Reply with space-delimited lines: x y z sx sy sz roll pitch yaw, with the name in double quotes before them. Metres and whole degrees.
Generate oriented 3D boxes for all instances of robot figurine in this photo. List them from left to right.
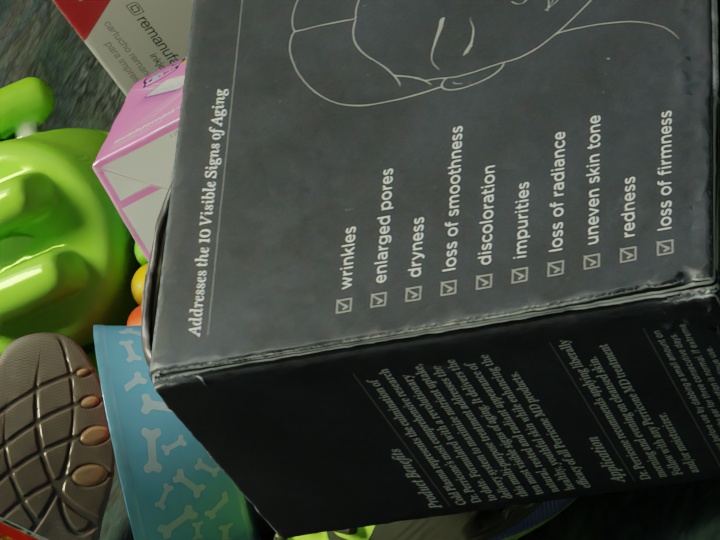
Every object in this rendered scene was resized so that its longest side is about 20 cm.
"robot figurine" -0.163 -0.016 1.498 0.115 0.176 0.200 -25 0 17

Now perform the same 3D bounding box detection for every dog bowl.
"dog bowl" -0.076 0.087 1.220 0.200 0.049 0.112 85 172 -71

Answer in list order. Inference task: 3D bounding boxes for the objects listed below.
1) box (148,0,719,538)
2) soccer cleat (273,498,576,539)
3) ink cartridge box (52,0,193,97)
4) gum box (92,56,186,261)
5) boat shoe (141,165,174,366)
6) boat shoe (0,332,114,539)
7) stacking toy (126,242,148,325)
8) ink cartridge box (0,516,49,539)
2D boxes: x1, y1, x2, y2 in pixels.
"box" 0.045 -0.030 0.974 0.195 0.124 0.201 -9 54 19
"soccer cleat" 0.036 0.090 1.087 0.083 0.065 0.200 -25 -10 -39
"ink cartridge box" -0.052 -0.178 1.359 0.199 0.144 0.084 -25 38 17
"gum box" -0.010 -0.081 1.226 0.199 0.066 0.114 -26 17 15
"boat shoe" -0.040 -0.041 1.119 0.072 0.065 0.201 13 78 21
"boat shoe" -0.166 0.133 1.412 0.072 0.075 0.201 147 125 -69
"stacking toy" -0.083 -0.002 1.436 0.085 0.085 0.201 -22 53 59
"ink cartridge box" -0.131 0.158 1.222 0.200 0.173 0.044 -15 53 62
